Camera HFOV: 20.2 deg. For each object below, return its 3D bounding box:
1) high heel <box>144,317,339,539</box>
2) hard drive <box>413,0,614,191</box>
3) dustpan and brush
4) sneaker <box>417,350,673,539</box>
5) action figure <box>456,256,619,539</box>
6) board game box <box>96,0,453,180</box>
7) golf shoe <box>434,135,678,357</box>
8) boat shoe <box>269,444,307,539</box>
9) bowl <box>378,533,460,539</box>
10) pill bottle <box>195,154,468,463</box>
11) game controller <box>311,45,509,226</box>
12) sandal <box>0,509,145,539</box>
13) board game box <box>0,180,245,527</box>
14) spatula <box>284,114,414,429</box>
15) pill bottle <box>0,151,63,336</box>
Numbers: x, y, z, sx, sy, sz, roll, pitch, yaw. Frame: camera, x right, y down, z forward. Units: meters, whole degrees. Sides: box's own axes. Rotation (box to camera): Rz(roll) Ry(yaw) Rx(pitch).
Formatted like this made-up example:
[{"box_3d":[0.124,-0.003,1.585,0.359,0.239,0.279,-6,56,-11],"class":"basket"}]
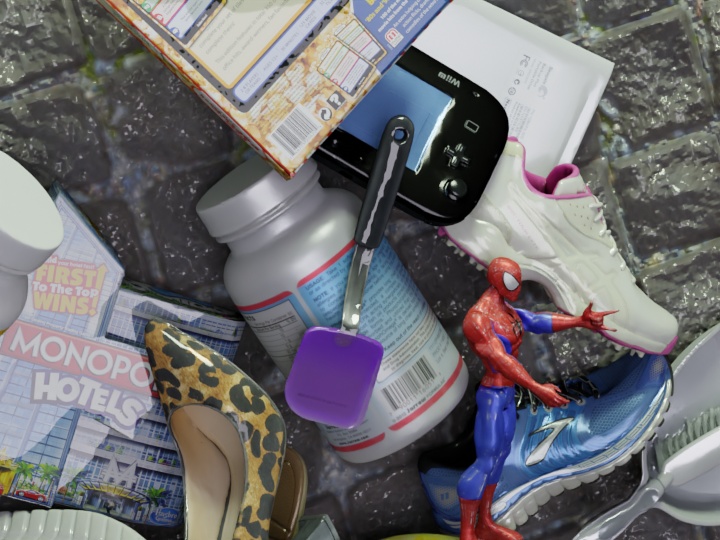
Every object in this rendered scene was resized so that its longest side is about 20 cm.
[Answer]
[{"box_3d":[-0.104,0.139,1.260,0.201,0.071,0.143,56,46,-9],"class":"high heel"},{"box_3d":[0.058,-0.120,1.366,0.199,0.025,0.133,23,95,-16],"class":"hard drive"},{"box_3d":[0.224,0.141,1.434,0.199,0.057,0.140,-31,106,-5],"class":"dustpan and brush"},{"box_3d":[0.127,0.107,1.398,0.199,0.079,0.089,-34,108,-5],"class":"sneaker"},{"box_3d":[0.113,0.091,1.319,0.098,0.065,0.202,4,105,21],"class":"action figure"},{"box_3d":[-0.066,-0.179,1.240,0.200,0.046,0.152,44,87,-5],"class":"board game box"},{"box_3d":[0.146,-0.014,1.358,0.199,0.075,0.092,31,98,-20],"class":"golf shoe"},{"box_3d":[-0.081,0.208,1.380,0.071,0.064,0.201,25,100,20],"class":"boat shoe"},{"box_3d":[0.041,0.292,1.371,0.198,0.108,0.202,-2,116,-4],"class":"bowl"},{"box_3d":[-0.021,0.019,1.332,0.108,0.109,0.201,-34,105,-5],"class":"pill bottle"},{"box_3d":[-0.001,-0.111,1.299,0.199,0.042,0.105,30,71,-6],"class":"game controller"},{"box_3d":[-0.211,0.196,1.308,0.201,0.083,0.050,6,143,23],"class":"sandal"},{"box_3d":[-0.180,0.054,1.328,0.199,0.062,0.201,16,97,-15],"class":"board game box"},{"box_3d":[0.000,0.000,1.266,0.056,0.021,0.202,14,93,-15],"class":"spatula"},{"box_3d":[-0.278,0.017,1.242,0.112,0.113,0.200,41,111,-16],"class":"pill bottle"}]
